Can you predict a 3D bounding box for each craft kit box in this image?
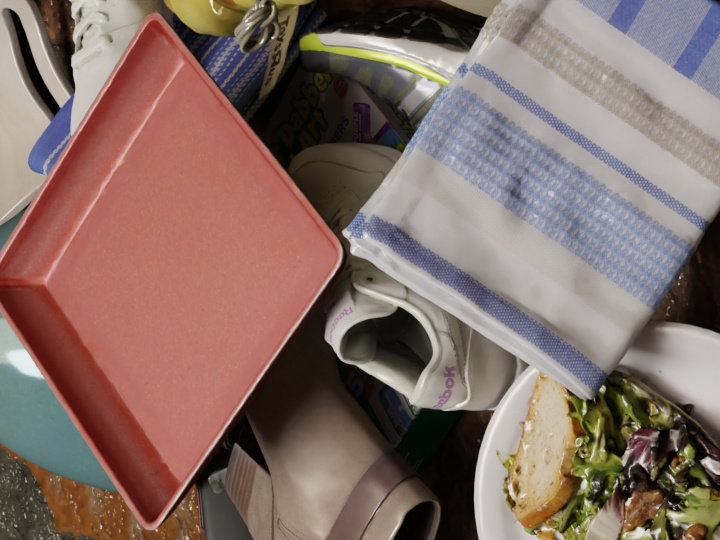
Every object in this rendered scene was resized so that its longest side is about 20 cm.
[{"bbox_3d":[0.000,0.000,1.359,0.198,0.048,0.201,55,131,32],"label":"craft kit box"}]

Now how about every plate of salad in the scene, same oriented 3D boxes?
[{"bbox_3d":[0.146,0.125,1.166,0.199,0.048,0.201,5,103,22],"label":"plate of salad"}]

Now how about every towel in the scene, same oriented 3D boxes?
[{"bbox_3d":[0.104,-0.055,1.135,0.146,0.024,0.201,34,92,1],"label":"towel"},{"bbox_3d":[-0.115,-0.109,1.404,0.145,0.024,0.200,-55,31,-15],"label":"towel"}]

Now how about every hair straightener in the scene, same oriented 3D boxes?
[{"bbox_3d":[-0.075,0.096,1.407,0.077,0.041,0.201,-112,22,-56],"label":"hair straightener"}]

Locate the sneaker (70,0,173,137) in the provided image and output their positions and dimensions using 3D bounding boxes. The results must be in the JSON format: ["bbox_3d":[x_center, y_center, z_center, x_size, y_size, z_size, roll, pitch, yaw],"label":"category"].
[{"bbox_3d":[-0.149,-0.158,1.400,0.075,0.088,0.201,-18,47,37],"label":"sneaker"}]

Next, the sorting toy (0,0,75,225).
[{"bbox_3d":[-0.268,-0.109,1.607,0.179,0.107,0.201,-21,94,34],"label":"sorting toy"}]

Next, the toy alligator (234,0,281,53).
[{"bbox_3d":[-0.020,-0.189,1.126,0.200,0.059,0.054,-51,59,39],"label":"toy alligator"}]

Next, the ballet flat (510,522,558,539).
[{"bbox_3d":[0.106,0.140,1.244,0.068,0.068,0.201,41,125,21],"label":"ballet flat"}]

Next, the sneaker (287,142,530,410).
[{"bbox_3d":[0.011,-0.001,1.242,0.200,0.099,0.075,47,129,35],"label":"sneaker"}]

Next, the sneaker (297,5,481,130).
[{"bbox_3d":[0.046,-0.088,1.260,0.199,0.074,0.081,19,116,36],"label":"sneaker"}]

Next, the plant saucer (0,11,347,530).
[{"bbox_3d":[-0.100,0.000,1.269,0.200,0.037,0.200,-54,55,24],"label":"plant saucer"}]

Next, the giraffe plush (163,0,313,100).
[{"bbox_3d":[-0.099,-0.210,1.297,0.172,0.162,0.201,-40,33,40],"label":"giraffe plush"}]

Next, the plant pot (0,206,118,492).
[{"bbox_3d":[-0.174,0.038,1.431,0.200,0.134,0.202,180,90,-77],"label":"plant pot"}]

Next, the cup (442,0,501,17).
[{"bbox_3d":[0.054,-0.220,1.192,0.200,0.143,0.202,8,102,47],"label":"cup"}]

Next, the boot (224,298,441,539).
[{"bbox_3d":[-0.012,0.095,1.305,0.146,0.070,0.201,34,128,41],"label":"boot"}]
